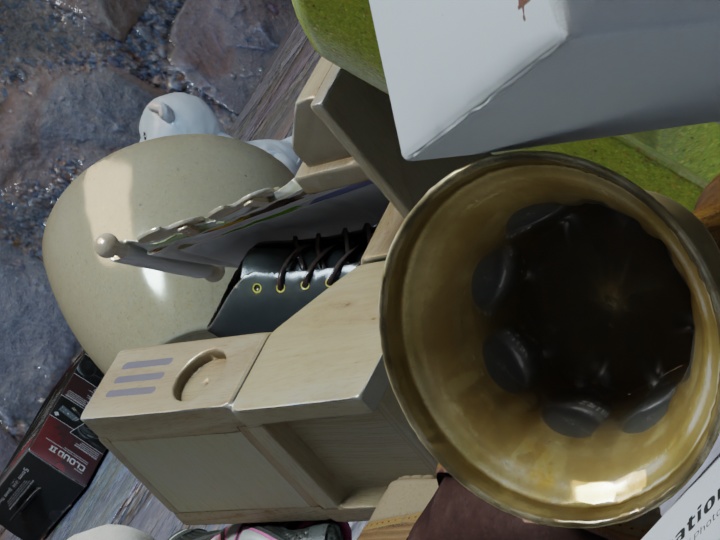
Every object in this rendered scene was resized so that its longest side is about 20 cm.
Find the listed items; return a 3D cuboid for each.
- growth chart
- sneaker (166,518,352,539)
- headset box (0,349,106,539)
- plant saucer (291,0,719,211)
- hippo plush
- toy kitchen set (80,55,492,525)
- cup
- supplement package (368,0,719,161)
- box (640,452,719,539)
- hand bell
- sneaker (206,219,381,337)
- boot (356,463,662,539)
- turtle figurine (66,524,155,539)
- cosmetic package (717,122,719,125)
[{"bbox_3d":[-0.032,-0.029,1.202,0.199,0.018,0.145,-17,-15,15],"label":"growth chart"},{"bbox_3d":[-0.039,0.145,1.030,0.086,0.080,0.200,-46,15,-9],"label":"sneaker"},{"bbox_3d":[-0.322,0.189,2.388,0.149,0.077,0.200,-48,11,47],"label":"headset box"},{"bbox_3d":[0.063,-0.098,0.870,0.048,0.199,0.200,-57,7,30],"label":"plant saucer"},{"bbox_3d":[-0.137,-0.095,2.049,0.201,0.160,0.159,-57,8,-4],"label":"hippo plush"},{"bbox_3d":[-0.023,-0.019,0.969,0.180,0.163,0.201,-8,43,43],"label":"toy kitchen set"},{"bbox_3d":[-0.121,0.025,1.579,0.201,0.199,0.144,-51,36,32],"label":"cup"},{"bbox_3d":[0.107,-0.107,0.569,0.117,0.199,0.118,150,110,-69],"label":"supplement package"},{"bbox_3d":[0.076,0.127,0.507,0.156,0.041,0.200,-53,8,27],"label":"box"},{"bbox_3d":[0.098,-0.007,0.671,0.104,0.104,0.200,-51,-13,32],"label":"hand bell"},{"bbox_3d":[0.000,0.000,1.167,0.200,0.106,0.075,-51,10,33],"label":"sneaker"},{"bbox_3d":[0.025,0.145,0.713,0.200,0.072,0.167,153,137,-71],"label":"boot"},{"bbox_3d":[-0.092,0.188,0.656,0.194,0.143,0.201,-70,-9,-53],"label":"turtle figurine"},{"bbox_3d":[0.174,-0.150,0.852,0.101,0.071,0.200,-46,13,43],"label":"cosmetic package"}]
